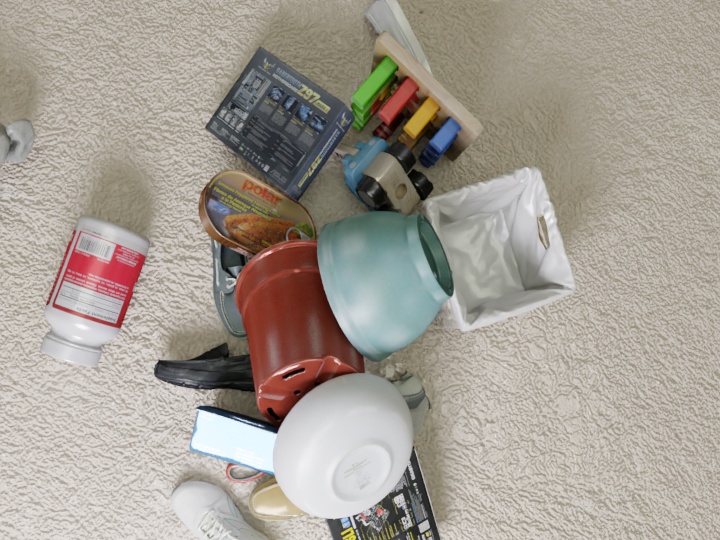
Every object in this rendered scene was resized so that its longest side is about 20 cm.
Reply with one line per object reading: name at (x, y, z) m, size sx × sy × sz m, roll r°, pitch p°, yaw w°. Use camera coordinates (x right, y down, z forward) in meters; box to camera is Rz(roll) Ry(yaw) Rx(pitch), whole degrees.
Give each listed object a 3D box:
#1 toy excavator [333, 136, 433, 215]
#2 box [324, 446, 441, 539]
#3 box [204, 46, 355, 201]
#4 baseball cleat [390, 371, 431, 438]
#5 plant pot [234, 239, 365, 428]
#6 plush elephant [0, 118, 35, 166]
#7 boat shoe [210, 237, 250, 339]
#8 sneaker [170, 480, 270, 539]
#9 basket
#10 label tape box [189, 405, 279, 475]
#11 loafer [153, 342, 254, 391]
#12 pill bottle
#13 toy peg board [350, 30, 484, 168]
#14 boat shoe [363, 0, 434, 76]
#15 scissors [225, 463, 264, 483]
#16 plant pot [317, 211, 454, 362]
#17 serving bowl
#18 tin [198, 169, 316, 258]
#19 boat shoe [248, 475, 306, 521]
toy excavator at (-0.005, -0.173, 1.036) m, size 0.100 × 0.198 × 0.195 m, roll -49°, pitch 132°, yaw -10°
box at (0.028, 0.361, 0.950) m, size 0.156 × 0.049 × 0.205 m, roll -23°, pitch 116°, yaw -12°
box at (-0.127, -0.229, 0.996) m, size 0.198 × 0.051 × 0.160 m, roll 37°, pitch 92°, yaw 23°
baseball cleat at (0.023, 0.244, 1.000) m, size 0.197 × 0.070 × 0.108 m, roll -30°, pitch 88°, yaw -9°
plant pot at (-0.077, 0.099, 0.898) m, size 0.194 × 0.205 × 0.198 m, roll -5°, pitch 42°, yaw -7°
plush elephant at (-0.574, -0.184, 0.925) m, size 0.153 × 0.166 × 0.202 m, roll -29°, pitch 106°, yaw 30°
boat shoe at (-0.201, 0.005, 1.003) m, size 0.070 × 0.062 × 0.207 m, roll -7°, pitch 84°, yaw -7°
sneaker at (-0.201, 0.387, 0.954) m, size 0.199 × 0.080 × 0.071 m, roll 39°, pitch 83°, yaw 0°
basket at (0.198, -0.027, 1.006) m, size 0.194 × 0.161 × 0.204 m, roll -17°, pitch 86°, yaw -8°
label tape box at (-0.162, 0.240, 0.901) m, size 0.139 × 0.200 × 0.068 m, roll 17°, pitch 78°, yaw -3°
loafer at (-0.215, 0.147, 0.987) m, size 0.194 × 0.068 × 0.073 m, roll 4°, pitch 75°, yaw -12°
pill bottle at (-0.396, 0.032, 0.952) m, size 0.109 × 0.112 × 0.206 m, roll 18°, pitch 82°, yaw -4°
toy peg board at (0.070, -0.232, 0.998) m, size 0.199 × 0.200 × 0.098 m, roll 43°, pitch 88°, yaw -1°
boat shoe at (0.069, -0.363, 1.078) m, size 0.067 × 0.072 × 0.204 m, roll -28°, pitch 94°, yaw 12°
scissors at (-0.118, 0.277, 1.010) m, size 0.194 × 0.014 × 0.075 m, roll -12°, pitch 82°, yaw -9°
plant pot at (0.047, 0.004, 0.875) m, size 0.131 × 0.199 × 0.206 m, roll -23°, pitch 86°, yaw 21°
serving bowl at (-0.011, 0.237, 0.817) m, size 0.194 × 0.066 × 0.206 m, roll -11°, pitch 118°, yaw -22°
tin at (-0.156, -0.075, 0.991) m, size 0.197 × 0.041 × 0.115 m, roll 28°, pitch 67°, yaw -28°
boat shoe at (-0.075, 0.337, 0.975) m, size 0.194 × 0.076 × 0.074 m, roll -12°, pitch 85°, yaw -8°
